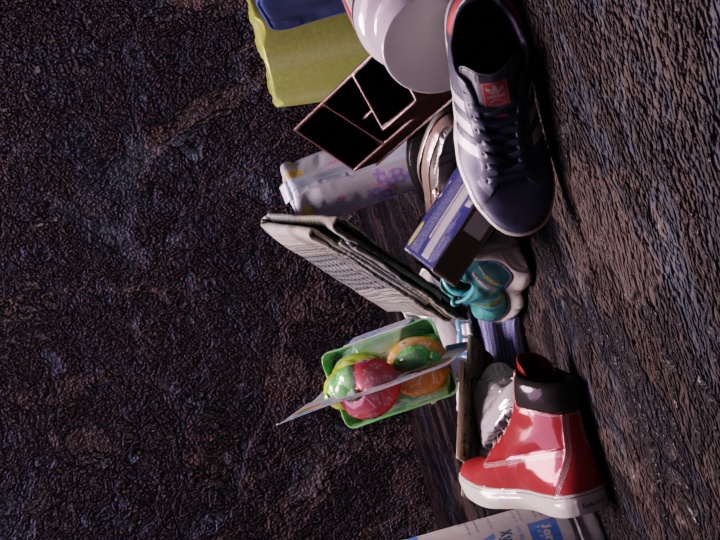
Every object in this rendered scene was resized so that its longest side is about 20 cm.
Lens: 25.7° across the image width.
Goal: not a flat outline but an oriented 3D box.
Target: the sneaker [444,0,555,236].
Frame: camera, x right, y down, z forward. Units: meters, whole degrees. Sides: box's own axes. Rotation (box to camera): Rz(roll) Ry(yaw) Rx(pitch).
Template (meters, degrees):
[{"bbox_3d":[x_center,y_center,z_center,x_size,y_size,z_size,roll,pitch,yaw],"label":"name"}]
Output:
[{"bbox_3d":[0.104,-0.124,1.216,0.085,0.075,0.200,-48,-57,-89],"label":"sneaker"}]

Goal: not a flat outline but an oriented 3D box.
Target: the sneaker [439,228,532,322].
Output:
[{"bbox_3d":[0.116,0.005,1.547,0.200,0.080,0.078,83,172,-73],"label":"sneaker"}]

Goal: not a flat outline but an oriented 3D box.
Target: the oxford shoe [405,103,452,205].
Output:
[{"bbox_3d":[0.080,-0.157,1.632,0.084,0.073,0.200,-66,-33,-73],"label":"oxford shoe"}]

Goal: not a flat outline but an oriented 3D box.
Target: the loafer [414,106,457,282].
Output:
[{"bbox_3d":[0.097,-0.069,1.579,0.063,0.072,0.200,53,149,41],"label":"loafer"}]

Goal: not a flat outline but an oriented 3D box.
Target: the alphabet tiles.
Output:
[{"bbox_3d":[0.124,0.161,1.668,0.200,0.006,0.167,42,-131,-70],"label":"alphabet tiles"}]

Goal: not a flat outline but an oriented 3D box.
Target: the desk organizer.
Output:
[{"bbox_3d":[0.020,-0.163,1.551,0.072,0.077,0.200,61,145,6],"label":"desk organizer"}]

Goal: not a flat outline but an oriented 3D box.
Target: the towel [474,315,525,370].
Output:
[{"bbox_3d":[0.159,0.086,1.731,0.200,0.024,0.145,-123,19,-72],"label":"towel"}]

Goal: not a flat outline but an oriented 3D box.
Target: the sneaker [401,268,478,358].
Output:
[{"bbox_3d":[0.087,0.019,1.846,0.075,0.087,0.200,61,-158,-63],"label":"sneaker"}]

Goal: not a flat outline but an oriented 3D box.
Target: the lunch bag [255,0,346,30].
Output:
[{"bbox_3d":[-0.038,-0.332,1.569,0.136,0.200,0.132,64,-167,-81],"label":"lunch bag"}]

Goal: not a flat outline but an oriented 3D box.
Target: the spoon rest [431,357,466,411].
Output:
[{"bbox_3d":[0.130,0.145,1.805,0.099,0.061,0.200,48,-173,31],"label":"spoon rest"}]

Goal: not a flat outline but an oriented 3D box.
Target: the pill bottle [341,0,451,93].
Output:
[{"bbox_3d":[0.042,-0.242,1.363,0.200,0.116,0.116,-109,5,-52],"label":"pill bottle"}]

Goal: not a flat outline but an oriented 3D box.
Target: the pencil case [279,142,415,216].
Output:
[{"bbox_3d":[0.013,-0.111,1.741,0.091,0.200,0.083,-61,-49,-81],"label":"pencil case"}]

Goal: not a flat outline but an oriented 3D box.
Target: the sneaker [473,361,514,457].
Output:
[{"bbox_3d":[0.145,0.133,1.585,0.200,0.078,0.099,105,155,-66],"label":"sneaker"}]

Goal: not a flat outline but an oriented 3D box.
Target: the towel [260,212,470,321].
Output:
[{"bbox_3d":[0.000,0.000,1.682,0.193,0.035,0.200,35,168,-21],"label":"towel"}]

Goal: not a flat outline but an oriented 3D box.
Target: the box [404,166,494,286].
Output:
[{"bbox_3d":[0.094,-0.053,1.429,0.032,0.121,0.200,33,-178,-9],"label":"box"}]

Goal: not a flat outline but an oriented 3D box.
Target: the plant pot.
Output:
[{"bbox_3d":[-0.024,-0.266,1.745,0.200,0.184,0.201,166,90,-86],"label":"plant pot"}]

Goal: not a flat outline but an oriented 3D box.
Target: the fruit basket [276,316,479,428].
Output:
[{"bbox_3d":[0.020,0.107,1.638,0.094,0.185,0.200,71,-163,5],"label":"fruit basket"}]

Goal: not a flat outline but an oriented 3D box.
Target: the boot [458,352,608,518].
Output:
[{"bbox_3d":[0.147,0.146,1.457,0.200,0.072,0.144,-9,95,62],"label":"boot"}]

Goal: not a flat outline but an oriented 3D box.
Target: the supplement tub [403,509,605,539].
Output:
[{"bbox_3d":[0.135,0.300,1.515,0.132,0.200,0.132,164,90,-87],"label":"supplement tub"}]
